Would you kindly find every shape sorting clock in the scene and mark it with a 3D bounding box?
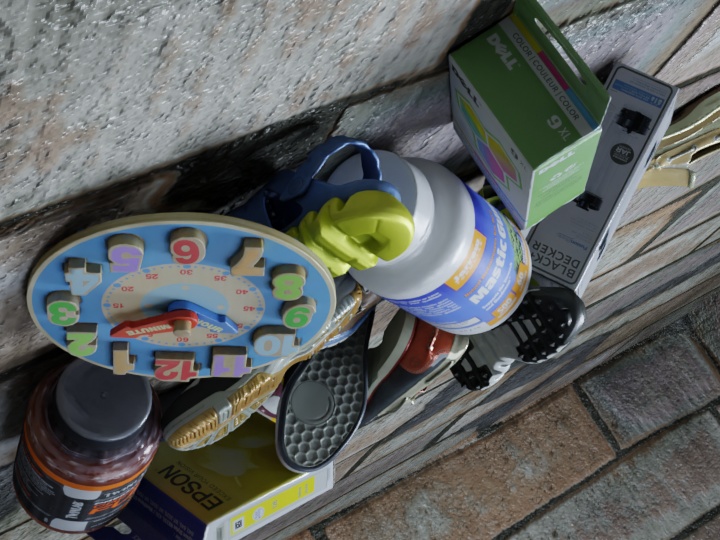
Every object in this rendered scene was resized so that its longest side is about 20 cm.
[{"bbox_3d":[-0.116,0.024,0.839,0.200,0.039,0.200,-3,152,-1],"label":"shape sorting clock"}]

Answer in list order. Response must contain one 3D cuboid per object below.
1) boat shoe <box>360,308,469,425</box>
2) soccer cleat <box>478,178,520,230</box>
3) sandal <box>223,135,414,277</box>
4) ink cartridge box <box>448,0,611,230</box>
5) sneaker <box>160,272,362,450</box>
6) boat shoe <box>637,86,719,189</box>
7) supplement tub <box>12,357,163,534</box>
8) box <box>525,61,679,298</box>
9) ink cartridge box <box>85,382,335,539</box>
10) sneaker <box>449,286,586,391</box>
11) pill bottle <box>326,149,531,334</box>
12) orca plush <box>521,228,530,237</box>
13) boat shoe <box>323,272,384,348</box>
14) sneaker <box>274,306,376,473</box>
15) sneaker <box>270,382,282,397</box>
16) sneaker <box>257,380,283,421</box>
[{"bbox_3d":[0.035,0.097,1.186,0.063,0.071,0.200,17,146,-11],"label":"boat shoe"},{"bbox_3d":[0.110,-0.038,1.141,0.200,0.065,0.084,-58,151,7],"label":"soccer cleat"},{"bbox_3d":[-0.051,-0.030,0.877,0.200,0.087,0.079,-19,145,26],"label":"sandal"},{"bbox_3d":[0.114,-0.109,0.903,0.059,0.104,0.200,-32,166,-3],"label":"ink cartridge box"},{"bbox_3d":[-0.093,0.057,1.015,0.200,0.088,0.076,-42,170,-25],"label":"sneaker"},{"bbox_3d":[0.342,-0.121,1.410,0.200,0.076,0.072,-34,166,7],"label":"boat shoe"},{"bbox_3d":[-0.216,0.135,1.017,0.107,0.107,0.200,-25,164,-28],"label":"supplement tub"},{"bbox_3d":[0.209,-0.071,1.140,0.200,0.060,0.117,-63,167,-4],"label":"box"},{"bbox_3d":[-0.162,0.180,1.154,0.200,0.198,0.047,-20,123,-41],"label":"ink cartridge box"},{"bbox_3d":[0.152,0.047,1.140,0.090,0.066,0.200,-29,174,-28],"label":"sneaker"},{"bbox_3d":[0.051,-0.023,1.009,0.112,0.112,0.200,-36,152,14],"label":"pill bottle"},{"bbox_3d":[0.133,-0.025,1.298,0.071,0.105,0.200,-82,-171,-57],"label":"orca plush"},{"bbox_3d":[0.000,0.000,1.124,0.200,0.072,0.072,-33,165,-42],"label":"boat shoe"},{"bbox_3d":[-0.046,0.109,1.191,0.146,0.077,0.202,132,-22,-58],"label":"sneaker"},{"bbox_3d":[-0.101,0.085,1.145,0.070,0.082,0.200,-32,167,-6],"label":"sneaker"},{"bbox_3d":[-0.078,0.139,1.426,0.090,0.075,0.200,-26,160,7],"label":"sneaker"}]
